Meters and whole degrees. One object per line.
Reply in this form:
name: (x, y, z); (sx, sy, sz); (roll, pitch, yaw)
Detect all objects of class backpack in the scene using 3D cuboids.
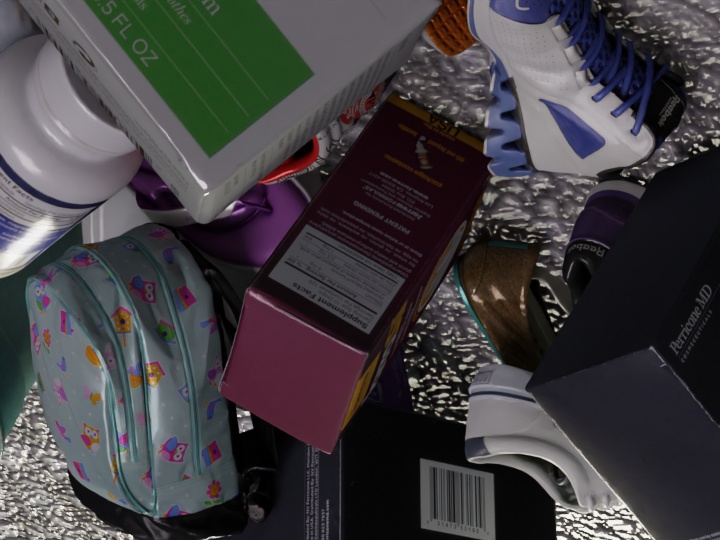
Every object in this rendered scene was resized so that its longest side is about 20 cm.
backpack: (-0.145, 0.073, 1.614); (0.167, 0.126, 0.201); (25, 128, 44)

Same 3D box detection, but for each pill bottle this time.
pill bottle: (-0.211, -0.086, 1.602); (0.120, 0.120, 0.200); (45, 134, -12)

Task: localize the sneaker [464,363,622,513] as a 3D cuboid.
sneaker: (0.156, 0.126, 1.577); (0.199, 0.071, 0.073); (19, 163, -8)

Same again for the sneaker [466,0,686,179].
sneaker: (0.132, -0.124, 1.417); (0.115, 0.081, 0.200); (13, 143, 20)

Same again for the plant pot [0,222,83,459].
plant pot: (-0.292, 0.019, 1.764); (0.200, 0.196, 0.201); (20, 139, 19)

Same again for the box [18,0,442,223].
box: (-0.085, -0.159, 1.373); (0.199, 0.171, 0.200); (51, 174, -1)

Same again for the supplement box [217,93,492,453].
supplement box: (0.000, 0.000, 1.530); (0.085, 0.200, 0.111); (28, 141, 7)

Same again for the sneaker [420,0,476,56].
sneaker: (0.018, -0.214, 1.418); (0.092, 0.076, 0.200); (30, 155, 47)

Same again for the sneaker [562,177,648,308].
sneaker: (0.170, 0.045, 1.544); (0.076, 0.088, 0.200); (0, 130, 35)

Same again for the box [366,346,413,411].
box: (-0.065, 0.042, 1.750); (0.199, 0.039, 0.137); (13, 136, 25)

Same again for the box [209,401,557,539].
box: (0.000, 0.179, 1.713); (0.200, 0.124, 0.198); (16, 154, -37)

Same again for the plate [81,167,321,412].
plate: (-0.119, 0.004, 1.696); (0.199, 0.032, 0.201); (9, 111, 26)

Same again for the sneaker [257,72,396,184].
sneaker: (-0.082, -0.108, 1.554); (0.201, 0.108, 0.067); (1, 130, 36)

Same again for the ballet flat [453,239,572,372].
ballet flat: (0.129, 0.059, 1.620); (0.072, 0.068, 0.200); (-14, 119, 21)

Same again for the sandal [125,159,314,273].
sandal: (-0.118, -0.059, 1.626); (0.202, 0.050, 0.083); (30, 101, 26)

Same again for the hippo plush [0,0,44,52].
hippo plush: (-0.277, -0.182, 1.576); (0.159, 0.161, 0.200); (33, 142, 3)

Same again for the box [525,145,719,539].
box: (0.220, 0.054, 1.393); (0.104, 0.200, 0.182); (-22, 115, 46)
